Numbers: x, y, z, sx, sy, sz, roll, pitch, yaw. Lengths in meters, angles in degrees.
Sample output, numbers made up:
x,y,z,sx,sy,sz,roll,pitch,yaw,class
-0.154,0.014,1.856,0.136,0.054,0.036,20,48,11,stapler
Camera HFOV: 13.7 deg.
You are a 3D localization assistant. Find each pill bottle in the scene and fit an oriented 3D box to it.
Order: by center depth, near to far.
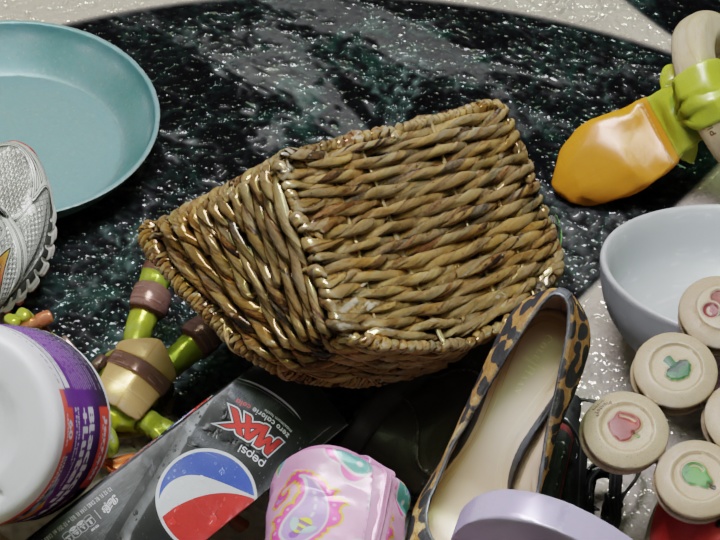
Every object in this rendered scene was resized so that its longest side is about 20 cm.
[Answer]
x,y,z,sx,sy,sz,roll,pitch,yaw,class
-0.199,0.085,1.658,0.111,0.112,0.200,0,-2,7,pill bottle

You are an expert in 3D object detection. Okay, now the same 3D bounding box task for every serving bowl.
x,y,z,sx,sy,sz,roll,pitch,yaw,class
0.244,0.029,1.855,0.199,0.066,0.200,4,25,-2,serving bowl

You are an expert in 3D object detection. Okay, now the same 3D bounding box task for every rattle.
x,y,z,sx,sy,sz,roll,pitch,yaw,class
0.230,-0.109,2.043,0.130,0.143,0.200,39,29,-8,rattle

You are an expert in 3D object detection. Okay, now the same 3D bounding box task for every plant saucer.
x,y,z,sx,sy,sz,roll,pitch,yaw,class
-0.233,-0.091,1.993,0.199,0.036,0.200,2,43,-2,plant saucer

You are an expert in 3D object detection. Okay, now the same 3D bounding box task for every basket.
x,y,z,sx,sy,sz,roll,pitch,yaw,class
0.000,0.000,1.744,0.200,0.149,0.143,-16,83,-44,basket

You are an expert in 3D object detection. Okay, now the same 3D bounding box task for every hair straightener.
x,y,z,sx,sy,sz,roll,pitch,yaw,class
0.128,0.152,1.757,0.077,0.041,0.200,35,40,-21,hair straightener

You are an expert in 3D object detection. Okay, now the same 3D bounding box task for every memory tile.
x,y,z,sx,sy,sz,roll,pitch,yaw,class
0.236,0.068,1.728,0.153,0.017,0.200,34,64,16,memory tile

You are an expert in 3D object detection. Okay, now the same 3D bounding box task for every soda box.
x,y,z,sx,sy,sz,roll,pitch,yaw,class
-0.106,0.127,1.711,0.200,0.071,0.063,-38,92,-23,soda box

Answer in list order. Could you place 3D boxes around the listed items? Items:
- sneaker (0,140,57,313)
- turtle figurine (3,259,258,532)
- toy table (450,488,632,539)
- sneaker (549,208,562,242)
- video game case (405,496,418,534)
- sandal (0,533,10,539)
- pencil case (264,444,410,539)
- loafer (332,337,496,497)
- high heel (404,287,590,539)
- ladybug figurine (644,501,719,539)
x,y,z,sx,sy,sz,roll,pitch,yaw,class
-0.244,-0.002,1.843,0.078,0.082,0.200,14,56,11,sneaker
-0.124,0.065,1.814,0.200,0.064,0.161,30,64,10,turtle figurine
0.109,0.221,1.585,0.200,0.184,0.117,42,49,-23,toy table
0.037,-0.010,1.888,0.199,0.084,0.077,-13,46,-16,sneaker
0.019,0.192,1.722,0.143,0.018,0.200,13,45,9,video game case
-0.135,0.213,1.593,0.212,0.070,0.078,53,20,14,sandal
-0.017,0.195,1.636,0.087,0.088,0.201,4,49,1,pencil case
0.058,0.081,1.805,0.071,0.073,0.200,42,46,9,loafer
0.073,0.107,1.666,0.071,0.143,0.200,20,53,8,high heel
0.247,0.138,1.752,0.136,0.072,0.200,33,51,27,ladybug figurine
